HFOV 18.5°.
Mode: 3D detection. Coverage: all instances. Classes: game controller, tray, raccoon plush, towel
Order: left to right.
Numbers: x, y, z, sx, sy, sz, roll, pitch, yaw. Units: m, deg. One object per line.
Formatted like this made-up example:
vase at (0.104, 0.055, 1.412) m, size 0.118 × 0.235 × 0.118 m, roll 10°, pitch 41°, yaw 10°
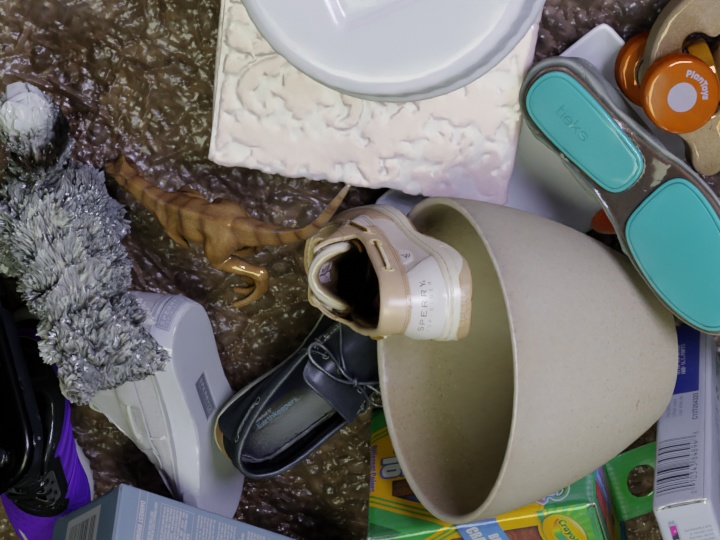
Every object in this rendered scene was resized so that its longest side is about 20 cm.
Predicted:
game controller at (-0.266, 0.057, 1.466) m, size 0.104 × 0.042 × 0.201 m, roll -28°, pitch 70°, yaw 27°
raccoon plush at (-0.190, -0.005, 1.385) m, size 0.096 × 0.135 × 0.200 m, roll -28°, pitch 149°, yaw 0°
towel at (0.011, -0.143, 1.371) m, size 0.198 × 0.032 × 0.193 m, roll 10°, pitch 114°, yaw 3°
tray at (0.115, -0.067, 1.424) m, size 0.200 × 0.022 × 0.107 m, roll -37°, pitch 111°, yaw 24°

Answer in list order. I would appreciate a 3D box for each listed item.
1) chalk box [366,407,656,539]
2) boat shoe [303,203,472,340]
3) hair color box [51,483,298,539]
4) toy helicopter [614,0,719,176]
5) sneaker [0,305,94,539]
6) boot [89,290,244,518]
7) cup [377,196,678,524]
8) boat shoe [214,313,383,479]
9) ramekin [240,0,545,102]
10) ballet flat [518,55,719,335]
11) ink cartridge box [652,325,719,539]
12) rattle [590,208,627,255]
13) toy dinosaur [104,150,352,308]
chalk box at (0.115, 0.159, 1.489) m, size 0.198 × 0.125 × 0.125 m, roll -11°, pitch 131°, yaw 13°
boat shoe at (0.000, 0.000, 1.381) m, size 0.069 × 0.200 × 0.074 m, roll -2°, pitch 99°, yaw -24°
hair color box at (-0.108, 0.215, 1.544) m, size 0.199 × 0.061 × 0.099 m, roll 22°, pitch 149°, yaw -28°
toy helicopter at (0.259, -0.098, 1.348) m, size 0.132 × 0.079 × 0.200 m, roll -43°, pitch 108°, yaw 6°
sneaker at (-0.232, 0.132, 1.537) m, size 0.069 × 0.100 × 0.202 m, roll 3°, pitch 121°, yaw 8°
boot at (-0.142, 0.093, 1.533) m, size 0.095 × 0.074 × 0.201 m, roll 10°, pitch 129°, yaw 25°
cup at (0.114, 0.051, 1.389) m, size 0.142 × 0.201 × 0.202 m, roll -3°, pitch 125°, yaw -22°
boat shoe at (-0.015, 0.069, 1.483) m, size 0.200 × 0.062 × 0.075 m, roll -40°, pitch 114°, yaw 9°
ramekin at (0.016, -0.194, 1.277) m, size 0.199 × 0.098 × 0.202 m, roll 1°, pitch 99°, yaw 5°
ballet flat at (0.175, -0.051, 1.343) m, size 0.067 × 0.064 × 0.200 m, roll -41°, pitch 83°, yaw 23°
ink cartridge box at (0.233, 0.170, 1.449) m, size 0.043 × 0.197 × 0.201 m, roll -11°, pitch 119°, yaw 15°
rattle at (0.267, -0.019, 1.397) m, size 0.200 × 0.130 × 0.143 m, roll 42°, pitch 114°, yaw 2°
toy dinosaur at (-0.082, -0.024, 1.414) m, size 0.199 × 0.061 × 0.106 m, roll 14°, pitch 157°, yaw 29°
